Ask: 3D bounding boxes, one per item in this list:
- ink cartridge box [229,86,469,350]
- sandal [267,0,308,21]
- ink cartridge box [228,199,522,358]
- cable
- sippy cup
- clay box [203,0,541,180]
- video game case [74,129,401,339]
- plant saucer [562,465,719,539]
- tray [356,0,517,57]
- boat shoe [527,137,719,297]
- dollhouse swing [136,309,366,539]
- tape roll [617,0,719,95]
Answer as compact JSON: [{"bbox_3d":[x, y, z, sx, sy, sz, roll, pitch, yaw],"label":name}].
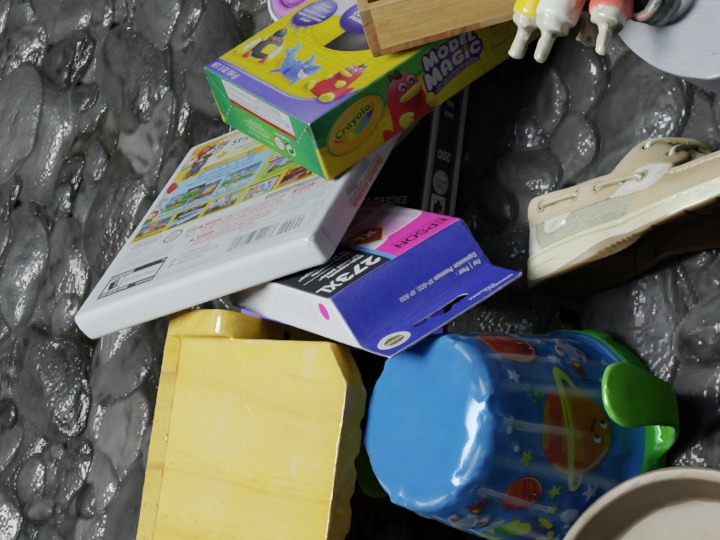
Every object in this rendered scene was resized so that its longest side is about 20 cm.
[{"bbox_3d":[-0.017,-0.048,1.274,0.198,0.043,0.200,-2,78,45],"label":"ink cartridge box"},{"bbox_3d":[-0.005,-0.245,1.308,0.203,0.050,0.083,-53,47,23],"label":"sandal"},{"bbox_3d":[0.000,0.000,1.118,0.200,0.095,0.037,18,135,59],"label":"ink cartridge box"},{"bbox_3d":[0.136,-0.207,1.049,0.097,0.050,0.200,6,85,47],"label":"cable"},{"bbox_3d":[0.077,0.091,1.070,0.178,0.130,0.140,-56,45,21],"label":"sippy cup"},{"bbox_3d":[0.019,-0.140,1.171,0.200,0.048,0.115,-37,40,-20],"label":"clay box"},{"bbox_3d":[-0.066,-0.044,1.197,0.200,0.023,0.182,-18,30,38],"label":"video game case"},{"bbox_3d":[0.176,0.200,0.991,0.200,0.029,0.200,-4,83,42],"label":"plant saucer"},{"bbox_3d":[0.042,-0.204,1.172,0.098,0.037,0.200,-15,36,5],"label":"tray"},{"bbox_3d":[0.165,-0.043,1.059,0.200,0.072,0.065,-26,62,46],"label":"boat shoe"},{"bbox_3d":[-0.033,0.134,1.163,0.176,0.182,0.200,2,81,35],"label":"dollhouse swing"},{"bbox_3d":[0.220,-0.192,1.042,0.200,0.066,0.201,-16,68,45],"label":"tape roll"}]
